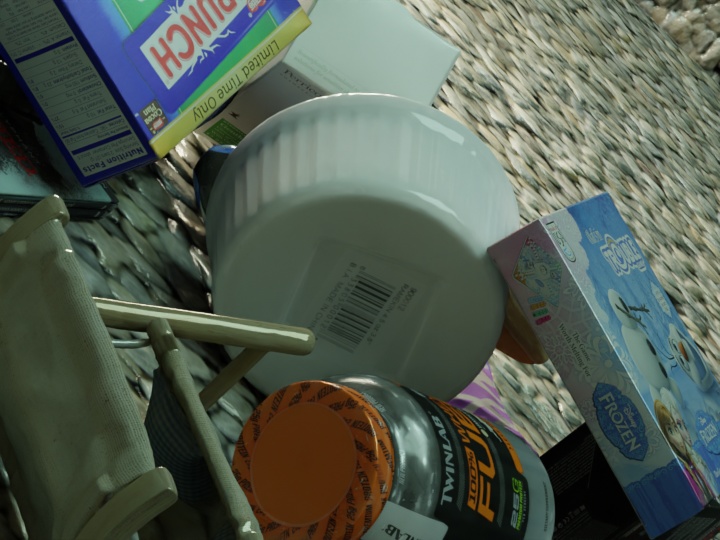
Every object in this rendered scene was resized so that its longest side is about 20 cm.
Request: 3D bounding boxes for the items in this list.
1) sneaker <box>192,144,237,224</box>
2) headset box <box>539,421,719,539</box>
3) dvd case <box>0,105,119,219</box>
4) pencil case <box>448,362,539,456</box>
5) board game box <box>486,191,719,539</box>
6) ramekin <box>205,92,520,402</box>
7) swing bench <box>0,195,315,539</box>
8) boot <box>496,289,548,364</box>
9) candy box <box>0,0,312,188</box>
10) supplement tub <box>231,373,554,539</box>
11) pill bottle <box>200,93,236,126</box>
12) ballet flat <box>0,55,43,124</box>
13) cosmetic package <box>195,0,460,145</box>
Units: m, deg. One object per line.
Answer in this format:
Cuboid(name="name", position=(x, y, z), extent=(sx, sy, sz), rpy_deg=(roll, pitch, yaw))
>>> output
Cuboid(name="sneaker", position=(-0.060, -0.038, 1.961), extent=(0.089, 0.079, 0.200), rpy_deg=(47, 5, 34))
Cuboid(name="headset box", position=(0.156, 0.168, 1.905), extent=(0.075, 0.149, 0.200), rpy_deg=(57, 17, 20))
Cuboid(name="dvd case", position=(-0.229, -0.092, 1.695), extent=(0.146, 0.022, 0.200), rpy_deg=(54, 15, 14))
Cuboid(name="pencil case", position=(0.061, 0.083, 1.959), extent=(0.200, 0.085, 0.084), rpy_deg=(-106, -177, -51))
Cuboid(name="board game box", position=(0.166, 0.053, 1.803), extent=(0.199, 0.043, 0.200), rpy_deg=(59, 18, 3))
Cuboid(name="ramekin", position=(0.000, 0.000, 1.796), extent=(0.200, 0.200, 0.098), rpy_deg=(43, 24, -21))
Cuboid(name="swing bench", position=(-0.099, 0.101, 1.418), extent=(0.200, 0.130, 0.199), rpy_deg=(28, 27, -41))
Cuboid(name="boot", position=(0.019, 0.013, 1.906), extent=(0.201, 0.144, 0.071), rpy_deg=(48, 28, -30))
Cuboid(name="candy box", position=(-0.144, -0.179, 1.709), extent=(0.169, 0.077, 0.200), rpy_deg=(-47, 113, -42))
Cuboid(name="supplement tub", position=(0.018, 0.129, 1.670), extent=(0.200, 0.122, 0.123), rpy_deg=(24, 30, -57))
Cuboid(name="pill bottle", position=(-0.135, -0.140, 1.894), extent=(0.112, 0.112, 0.200), rpy_deg=(49, 15, -1))
Cuboid(name="ballet flat", position=(-0.229, -0.153, 1.690), extent=(0.200, 0.057, 0.067), rpy_deg=(41, 19, -27))
Cuboid(name="cosmetic package", position=(-0.026, -0.124, 1.985), extent=(0.107, 0.085, 0.200), rpy_deg=(33, -19, -10))
